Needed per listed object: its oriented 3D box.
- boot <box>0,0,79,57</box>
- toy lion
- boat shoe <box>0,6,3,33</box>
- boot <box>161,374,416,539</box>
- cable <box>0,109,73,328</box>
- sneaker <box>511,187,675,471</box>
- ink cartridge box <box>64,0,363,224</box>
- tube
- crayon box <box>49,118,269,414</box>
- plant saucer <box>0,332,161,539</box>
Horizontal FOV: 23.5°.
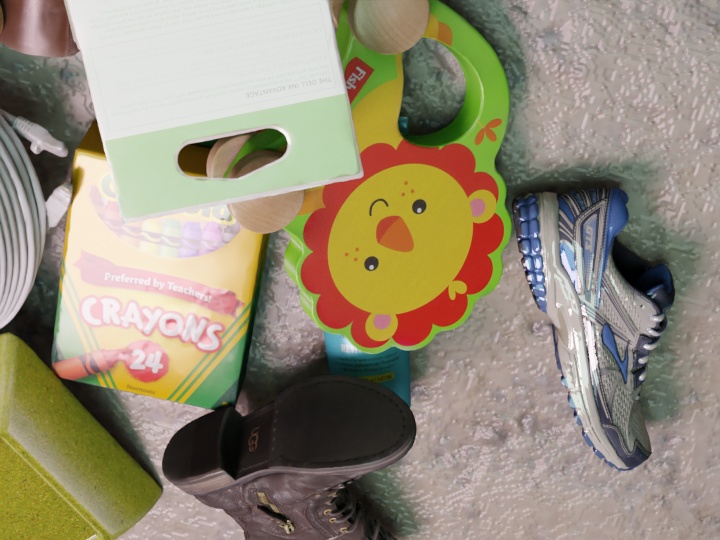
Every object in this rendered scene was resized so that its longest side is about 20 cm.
[{"bbox_3d":[-0.232,-0.231,1.003,0.186,0.064,0.201,30,135,17],"label":"boot"},{"bbox_3d":[0.020,-0.056,1.043,0.191,0.069,0.201,33,95,-26],"label":"toy lion"},{"bbox_3d":[-0.291,-0.184,0.969,0.200,0.070,0.070,41,119,-17],"label":"boat shoe"},{"bbox_3d":[-0.017,0.150,1.147,0.199,0.070,0.174,-11,138,31],"label":"boot"},{"bbox_3d":[-0.292,-0.038,1.081,0.199,0.069,0.201,32,124,6],"label":"cable"},{"bbox_3d":[0.161,0.037,1.089,0.085,0.077,0.201,-17,115,10],"label":"sneaker"},{"bbox_3d":[-0.085,-0.139,0.951,0.144,0.048,0.201,-11,112,2],"label":"ink cartridge box"},{"bbox_3d":[0.000,0.000,1.106,0.077,0.050,0.201,-7,113,-2],"label":"tube"},{"bbox_3d":[-0.124,-0.014,1.107,0.126,0.051,0.201,11,118,1],"label":"crayon box"},{"bbox_3d":[-0.261,0.157,1.160,0.199,0.048,0.200,-26,133,9],"label":"plant saucer"}]
